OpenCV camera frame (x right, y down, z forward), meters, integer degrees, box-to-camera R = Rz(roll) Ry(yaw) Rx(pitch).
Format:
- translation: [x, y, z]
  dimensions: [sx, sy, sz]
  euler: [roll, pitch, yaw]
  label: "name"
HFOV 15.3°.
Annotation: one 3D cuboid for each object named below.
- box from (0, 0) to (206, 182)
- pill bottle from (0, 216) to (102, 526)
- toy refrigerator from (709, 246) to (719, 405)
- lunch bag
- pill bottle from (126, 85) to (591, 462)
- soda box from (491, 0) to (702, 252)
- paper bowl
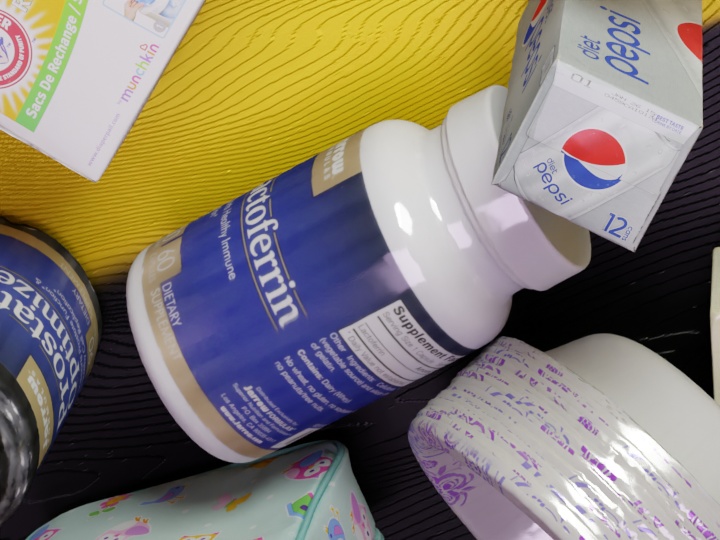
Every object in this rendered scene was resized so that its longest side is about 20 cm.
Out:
- translation: [-0.105, -0.159, 1.193]
  dimensions: [0.101, 0.113, 0.200]
  euler: [30, 117, -6]
  label: "box"
- translation: [-0.196, 0.062, 1.260]
  dimensions: [0.111, 0.200, 0.112]
  euler: [3, 115, 7]
  label: "pill bottle"
- translation: [0.264, 0.026, 1.243]
  dimensions: [0.199, 0.076, 0.070]
  euler: [-1, 115, 10]
  label: "toy refrigerator"
- translation: [-0.086, 0.158, 1.316]
  dimensions: [0.199, 0.160, 0.077]
  euler: [-15, 107, 21]
  label: "lunch bag"
- translation: [0.000, 0.000, 1.250]
  dimensions: [0.199, 0.116, 0.116]
  euler: [-28, 108, 19]
  label: "pill bottle"
- translation: [0.105, -0.086, 1.145]
  dimensions: [0.068, 0.200, 0.064]
  euler: [25, 115, -4]
  label: "soda box"
- translation: [0.125, 0.110, 1.245]
  dimensions: [0.104, 0.201, 0.201]
  euler: [-43, 105, -11]
  label: "paper bowl"
